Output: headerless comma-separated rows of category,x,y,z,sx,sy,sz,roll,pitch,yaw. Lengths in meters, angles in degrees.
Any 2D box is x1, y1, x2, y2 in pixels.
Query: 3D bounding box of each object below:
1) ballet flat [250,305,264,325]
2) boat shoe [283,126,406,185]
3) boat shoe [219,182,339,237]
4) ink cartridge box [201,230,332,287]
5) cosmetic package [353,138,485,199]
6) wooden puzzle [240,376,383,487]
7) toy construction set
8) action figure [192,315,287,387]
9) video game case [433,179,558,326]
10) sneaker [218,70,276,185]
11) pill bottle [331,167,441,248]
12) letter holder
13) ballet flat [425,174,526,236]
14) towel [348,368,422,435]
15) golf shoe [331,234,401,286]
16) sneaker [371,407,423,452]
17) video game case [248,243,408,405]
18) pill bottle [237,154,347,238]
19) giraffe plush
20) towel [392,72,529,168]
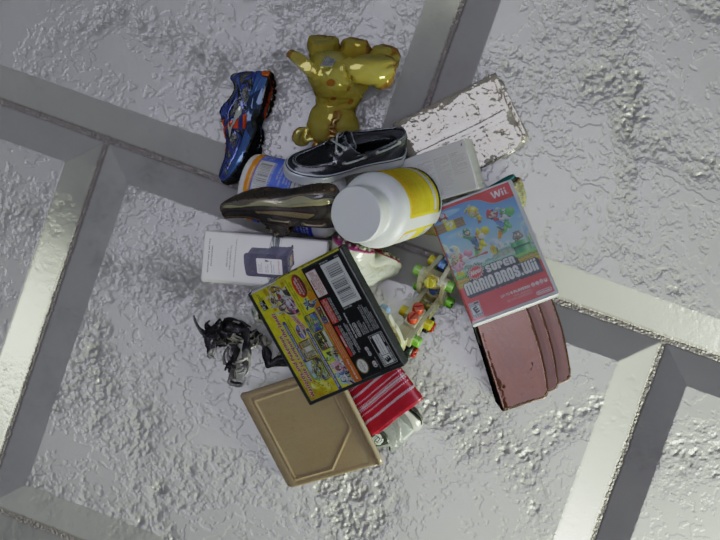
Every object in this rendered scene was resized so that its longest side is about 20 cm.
ballet flat,-0.085,0.071,1.545,0.199,0.072,0.072,-4,90,4
boat shoe,-0.022,-0.184,1.444,0.199,0.068,0.072,-9,54,-10
boat shoe,-0.123,-0.086,1.424,0.199,0.074,0.074,-2,110,24
ink cartridge box,-0.141,-0.016,1.507,0.199,0.145,0.085,5,92,4
cosmetic package,0.094,-0.143,1.506,0.199,0.051,0.083,-16,92,25
wooden puzzle,-0.078,0.253,1.518,0.199,0.037,0.186,-18,105,28
toy construction set,0.085,0.060,1.487,0.200,0.131,0.092,-34,62,-32
action figure,-0.187,0.136,1.528,0.199,0.119,0.103,16,71,-3
video game case,0.206,-0.028,1.459,0.142,0.017,0.201,-20,74,1
sneaker,-0.200,-0.239,1.554,0.078,0.075,0.201,15,84,13
pill bottle,0.038,-0.094,1.398,0.111,0.200,0.113,5,101,26
letter holder,0.260,0.104,1.503,0.141,0.101,0.201,-17,89,2
ballet flat,0.179,-0.089,1.525,0.199,0.071,0.071,-25,89,4
towel,-0.001,0.152,1.454,0.200,0.022,0.145,52,135,5
golf shoe,0.000,0.000,1.478,0.075,0.200,0.092,24,96,28
sneaker,-0.002,0.224,1.538,0.200,0.075,0.116,42,96,2
video game case,-0.050,0.085,1.406,0.180,0.025,0.201,-26,97,26
pill bottle,-0.088,-0.115,1.504,0.199,0.112,0.113,14,92,14
giraffe plush,-0.032,-0.274,1.500,0.172,0.200,0.163,17,120,19
towel,0.165,-0.226,1.538,0.199,0.034,0.133,-25,88,6
